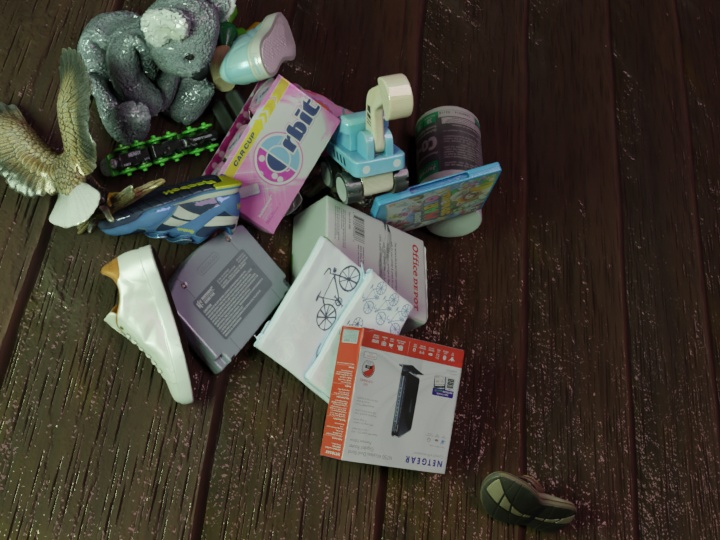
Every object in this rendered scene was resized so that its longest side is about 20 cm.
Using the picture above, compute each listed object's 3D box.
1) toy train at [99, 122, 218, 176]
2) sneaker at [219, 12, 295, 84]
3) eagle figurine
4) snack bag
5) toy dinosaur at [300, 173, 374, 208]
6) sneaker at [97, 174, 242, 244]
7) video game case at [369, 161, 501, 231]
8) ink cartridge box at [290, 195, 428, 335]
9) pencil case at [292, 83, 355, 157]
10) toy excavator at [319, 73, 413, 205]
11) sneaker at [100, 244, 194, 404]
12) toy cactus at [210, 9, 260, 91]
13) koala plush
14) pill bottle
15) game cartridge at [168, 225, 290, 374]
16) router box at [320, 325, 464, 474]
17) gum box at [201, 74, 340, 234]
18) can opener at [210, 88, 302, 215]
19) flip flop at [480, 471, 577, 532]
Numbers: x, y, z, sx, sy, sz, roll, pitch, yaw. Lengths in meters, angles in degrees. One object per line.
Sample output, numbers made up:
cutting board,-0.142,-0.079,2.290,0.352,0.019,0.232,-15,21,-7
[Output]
toy train,-0.268,-0.160,1.587,0.200,0.056,0.042,-26,101,-51
sneaker,-0.148,-0.309,1.655,0.200,0.082,0.074,-62,139,-66
eagle figurine,-0.362,-0.144,1.432,0.152,0.151,0.200,-43,110,-35
snack bag,-0.032,0.074,1.629,0.200,0.021,0.189,42,71,-32
toy dinosaur,0.002,-0.118,1.834,0.199,0.048,0.088,2,32,-46
sneaker,-0.240,-0.066,1.532,0.199,0.074,0.083,-14,117,-27
video game case,0.107,-0.102,1.804,0.199,0.143,0.018,-17,72,-14
ink cartridge box,0.000,0.000,1.741,0.199,0.083,0.147,24,54,-35
pencil case,-0.044,-0.216,1.839,0.199,0.087,0.088,20,53,-38
toy excavator,0.014,-0.193,1.658,0.099,0.194,0.201,-14,119,-19
sneaker,-0.262,0.075,1.455,0.073,0.084,0.201,-148,-140,-84
toy cactus,-0.204,-0.324,1.723,0.199,0.102,0.166,19,47,-27
koala plush,-0.261,-0.298,1.568,0.184,0.200,0.177,57,40,-1
pill bottle,0.150,-0.164,1.979,0.113,0.113,0.201,24,50,-34
game cartridge,-0.182,0.030,1.575,0.134,0.040,0.200,53,40,-13
router box,0.048,0.182,1.651,0.199,0.049,0.180,14,82,-40
gum box,-0.131,-0.157,1.650,0.113,0.066,0.201,34,82,-26
can opener,-0.148,-0.168,1.735,0.201,0.053,0.067,60,7,2
flip flop,0.252,0.343,1.803,0.200,0.081,0.058,24,33,-36
